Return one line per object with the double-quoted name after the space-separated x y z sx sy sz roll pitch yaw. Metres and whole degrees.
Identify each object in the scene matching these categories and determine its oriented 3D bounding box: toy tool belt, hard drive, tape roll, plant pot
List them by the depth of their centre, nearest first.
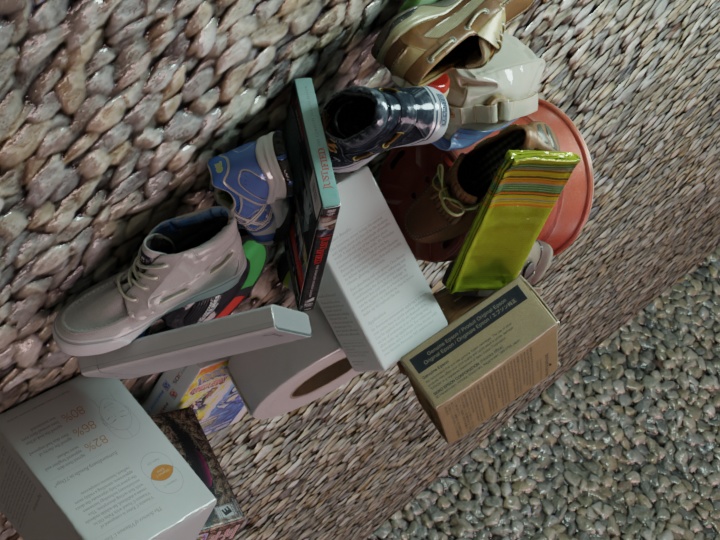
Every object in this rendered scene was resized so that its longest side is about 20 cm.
-0.160 0.072 1.456 0.199 0.027 0.132 -14 171 12 "hard drive"
0.103 -0.175 1.573 0.199 0.125 0.123 -25 148 -44 "toy tool belt"
-0.055 0.095 1.737 0.202 0.071 0.203 -29 167 -7 "tape roll"
0.138 -0.097 1.747 0.195 0.201 0.201 -13 147 -45 "plant pot"

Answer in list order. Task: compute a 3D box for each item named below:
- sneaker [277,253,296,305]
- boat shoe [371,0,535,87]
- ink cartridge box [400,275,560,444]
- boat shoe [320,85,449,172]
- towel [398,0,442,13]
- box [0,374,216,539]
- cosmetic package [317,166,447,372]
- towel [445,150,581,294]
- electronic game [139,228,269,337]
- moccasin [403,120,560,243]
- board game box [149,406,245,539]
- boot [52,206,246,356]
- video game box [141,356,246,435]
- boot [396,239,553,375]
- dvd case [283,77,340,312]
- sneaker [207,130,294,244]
-0.009 -0.018 1.759 0.200 0.083 0.072 -35 162 -24 "sneaker"
0.102 -0.228 1.444 0.199 0.074 0.076 -30 160 -30 "boat shoe"
0.138 0.104 1.664 0.164 0.075 0.200 -35 161 -5 "ink cartridge box"
-0.013 -0.140 1.411 0.090 0.071 0.200 -1 173 -39 "boat shoe"
0.127 -0.327 1.429 0.149 0.031 0.200 -14 149 -53 "towel"
-0.277 0.225 1.539 0.152 0.200 0.107 -26 157 -41 "box"
0.000 0.000 1.615 0.101 0.201 0.071 -33 -168 -28 "cosmetic package"
0.159 -0.048 1.563 0.085 0.018 0.201 0 136 -23 "towel"
-0.177 0.030 1.570 0.200 0.042 0.200 -39 163 -15 "electronic game"
0.118 -0.091 1.569 0.201 0.074 0.077 -29 157 37 "moccasin"
-0.259 0.261 1.665 0.199 0.160 0.097 -11 147 -35 "board game box"
-0.203 0.002 1.386 0.199 0.074 0.096 -28 149 -16 "boot"
-0.183 0.142 1.821 0.200 0.047 0.183 -19 149 -53 "video game box"
0.138 0.041 1.710 0.146 0.070 0.200 -7 141 -38 "boot"
-0.055 -0.070 1.445 0.022 0.147 0.200 -7 151 -12 "dvd case"
-0.108 -0.078 1.444 0.076 0.076 0.200 -12 160 -7 "sneaker"
